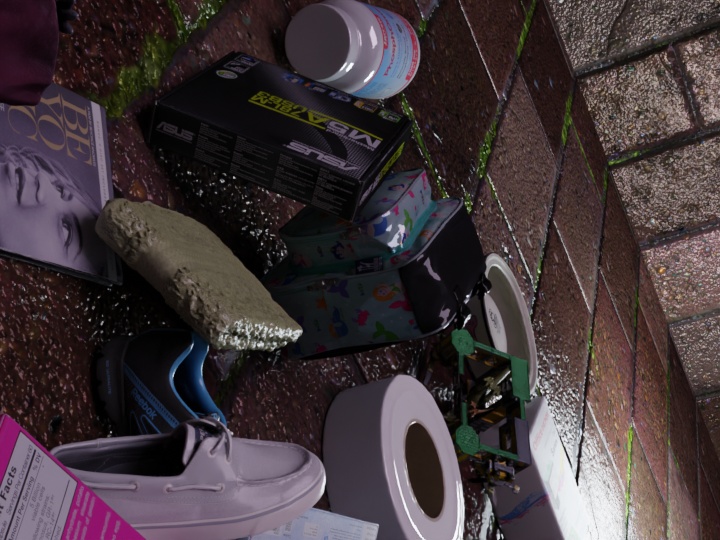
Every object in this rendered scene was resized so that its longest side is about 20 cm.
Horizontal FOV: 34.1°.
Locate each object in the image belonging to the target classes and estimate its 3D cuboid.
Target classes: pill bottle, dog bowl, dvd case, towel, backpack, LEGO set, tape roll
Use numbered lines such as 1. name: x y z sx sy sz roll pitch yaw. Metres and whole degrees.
1. pill bottle: -0.010 -0.259 1.373 0.200 0.107 0.110 -15 89 -67
2. dog bowl: 0.176 0.082 1.621 0.200 0.073 0.203 45 36 -48
3. dvd case: -0.242 -0.078 0.837 0.199 0.016 0.151 25 53 -62
4. towel: -0.123 0.008 0.928 0.148 0.037 0.200 45 6 11
5. backpack: 0.000 0.000 1.112 0.152 0.198 0.178 63 29 -13
6. LEGO set: 0.131 0.183 1.451 0.152 0.116 0.203 13 54 -31
7. tape roll: 0.037 0.215 1.217 0.203 0.070 0.205 48 34 -48

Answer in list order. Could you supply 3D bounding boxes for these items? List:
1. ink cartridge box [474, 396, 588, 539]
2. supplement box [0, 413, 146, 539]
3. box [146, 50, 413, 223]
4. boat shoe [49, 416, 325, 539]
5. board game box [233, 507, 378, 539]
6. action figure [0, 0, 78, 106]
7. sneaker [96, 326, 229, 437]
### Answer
1. ink cartridge box: 0.235 0.295 1.599 0.202 0.083 0.145 68 23 -11
2. supplement box: -0.190 0.186 0.670 0.201 0.100 0.104 55 30 -36
3. box: -0.066 -0.129 1.073 0.193 0.198 0.048 -52 163 -64
4. boat shoe: -0.116 0.134 0.787 0.072 0.197 0.069 -121 -146 -58
5. board game box: -0.063 0.280 0.897 0.200 0.041 0.203 33 65 -57
6. action figure: -0.275 -0.151 0.687 0.198 0.135 0.149 -5 37 -33
7. sneaker: -0.136 0.140 0.850 0.073 0.081 0.203 2 74 -68
